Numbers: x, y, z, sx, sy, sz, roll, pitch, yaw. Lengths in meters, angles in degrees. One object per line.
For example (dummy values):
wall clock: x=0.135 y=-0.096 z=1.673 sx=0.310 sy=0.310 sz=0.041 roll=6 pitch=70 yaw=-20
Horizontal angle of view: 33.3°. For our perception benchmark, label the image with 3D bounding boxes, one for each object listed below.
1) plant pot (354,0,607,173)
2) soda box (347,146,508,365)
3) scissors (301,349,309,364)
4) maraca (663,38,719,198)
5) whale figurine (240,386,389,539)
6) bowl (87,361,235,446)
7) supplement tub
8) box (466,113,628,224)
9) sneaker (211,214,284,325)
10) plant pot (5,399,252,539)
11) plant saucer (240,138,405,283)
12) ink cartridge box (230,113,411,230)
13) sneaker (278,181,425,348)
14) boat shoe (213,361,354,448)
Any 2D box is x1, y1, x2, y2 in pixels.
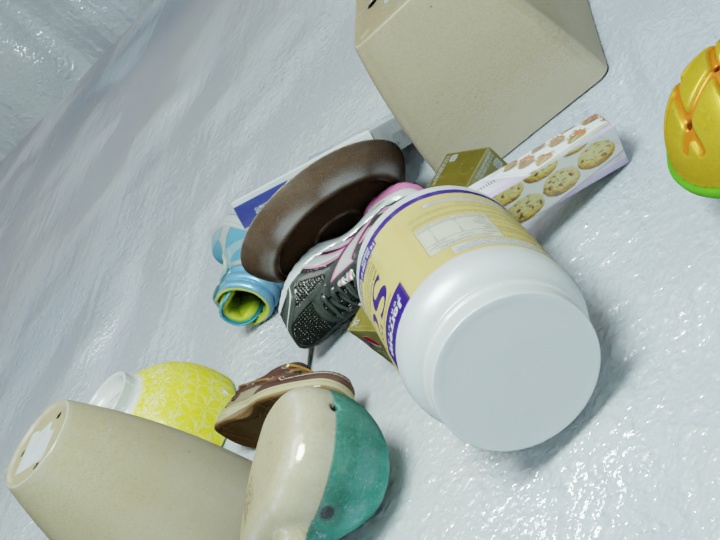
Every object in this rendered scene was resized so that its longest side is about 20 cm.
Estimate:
plant pot: x=0.102 y=-0.239 z=1.206 sx=0.200 sy=0.177 sz=0.200 roll=-38 pitch=27 yaw=27
soda box: x=0.073 y=-0.011 z=1.084 sx=0.068 sy=0.064 sz=0.200 roll=-2 pitch=54 yaw=58
scissors: x=-0.052 y=0.051 z=1.273 sx=0.073 sy=0.014 sz=0.200 roll=-45 pitch=25 yaw=13
maraca: x=0.285 y=-0.111 z=0.803 sx=0.200 sy=0.107 sz=0.138 roll=-9 pitch=56 yaw=56
whale figurine: x=-0.042 y=0.193 z=0.998 sx=0.159 sy=0.103 sz=0.201 roll=-104 pitch=31 yaw=-60
bowl: x=-0.242 y=0.173 z=1.323 sx=0.200 sy=0.108 sz=0.200 roll=-39 pitch=28 yaw=26
supplement tub: x=0.085 y=0.032 z=0.908 sx=0.145 sy=0.145 sz=0.200 roll=-48 pitch=25 yaw=9
box: x=0.128 y=-0.063 z=1.013 sx=0.200 sy=0.042 sz=0.039 roll=-29 pitch=28 yaw=-1
sneaker: x=-0.146 y=0.004 z=1.420 sx=0.200 sy=0.079 sz=0.131 roll=-5 pitch=50 yaw=59
plant pot: x=-0.222 y=0.212 z=1.126 sx=0.187 sy=0.200 sz=0.188 roll=-39 pitch=28 yaw=26
plant saucer: x=-0.030 y=-0.050 z=1.218 sx=0.200 sy=0.200 sz=0.032 roll=-44 pitch=66 yaw=15
ink cartridge box: x=-0.019 y=-0.123 z=1.350 sx=0.199 sy=0.041 sz=0.200 roll=-25 pitch=8 yaw=31
sneaker: x=0.000 y=0.000 z=1.177 sx=0.200 sy=0.080 sz=0.086 roll=-49 pitch=26 yaw=8
boat shoe: x=-0.069 y=0.117 z=1.152 sx=0.200 sy=0.072 sz=0.072 roll=-28 pitch=34 yaw=52
